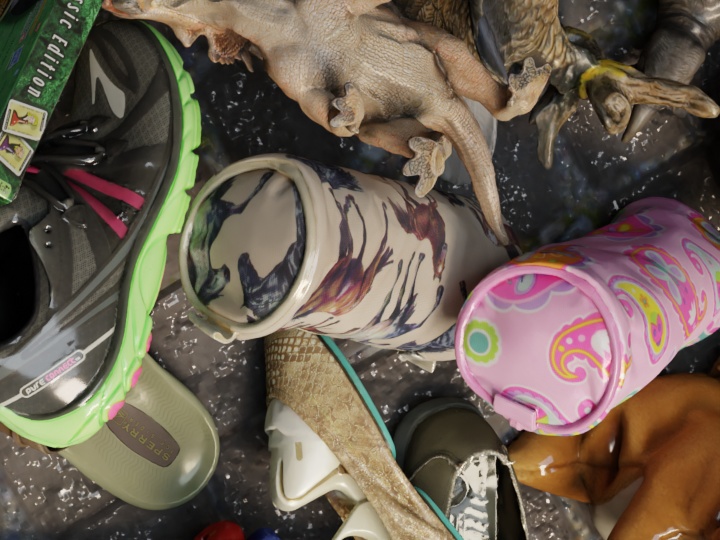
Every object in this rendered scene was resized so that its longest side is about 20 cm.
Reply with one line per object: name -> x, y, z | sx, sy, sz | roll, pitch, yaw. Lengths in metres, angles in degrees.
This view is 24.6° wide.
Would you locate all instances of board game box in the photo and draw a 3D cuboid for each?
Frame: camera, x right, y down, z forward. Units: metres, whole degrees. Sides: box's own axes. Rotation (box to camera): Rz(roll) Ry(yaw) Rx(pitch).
board game box -> -0.134, -0.113, 0.695 | 0.023, 0.104, 0.201 | 32, 68, -29

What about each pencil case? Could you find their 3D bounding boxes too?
pencil case -> 0.120, 0.019, 0.794 | 0.200, 0.087, 0.088 | -20, 109, -61
pencil case -> 0.000, 0.000, 0.753 | 0.199, 0.077, 0.090 | 10, 95, -56

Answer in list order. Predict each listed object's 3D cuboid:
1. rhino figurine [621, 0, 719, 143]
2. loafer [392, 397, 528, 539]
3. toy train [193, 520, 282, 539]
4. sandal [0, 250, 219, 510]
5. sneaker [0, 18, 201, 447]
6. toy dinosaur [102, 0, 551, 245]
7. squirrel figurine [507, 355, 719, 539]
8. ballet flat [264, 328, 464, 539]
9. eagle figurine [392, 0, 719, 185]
rhino figurine -> 0.182, -0.152, 0.845 | 0.059, 0.087, 0.201 | 27, 87, 0
loafer -> 0.054, 0.169, 0.847 | 0.075, 0.070, 0.202 | -11, 101, -18
toy train -> -0.093, 0.210, 0.737 | 0.200, 0.116, 0.085 | -42, 103, -5
sandal -> -0.133, 0.051, 0.752 | 0.201, 0.057, 0.080 | 36, 91, -35
sneaker -> -0.123, -0.028, 0.703 | 0.083, 0.077, 0.201 | 24, 59, -29
toy dinosaur -> -0.004, -0.094, 0.725 | 0.200, 0.135, 0.086 | 35, 85, -28
squirrel figurine -> 0.208, 0.114, 0.832 | 0.199, 0.187, 0.142 | -35, 107, -12
ballet flat -> -0.003, 0.111, 0.789 | 0.065, 0.071, 0.201 | -31, 77, -22
eagle figurine -> 0.064, -0.154, 0.775 | 0.200, 0.151, 0.152 | 46, 44, -35
